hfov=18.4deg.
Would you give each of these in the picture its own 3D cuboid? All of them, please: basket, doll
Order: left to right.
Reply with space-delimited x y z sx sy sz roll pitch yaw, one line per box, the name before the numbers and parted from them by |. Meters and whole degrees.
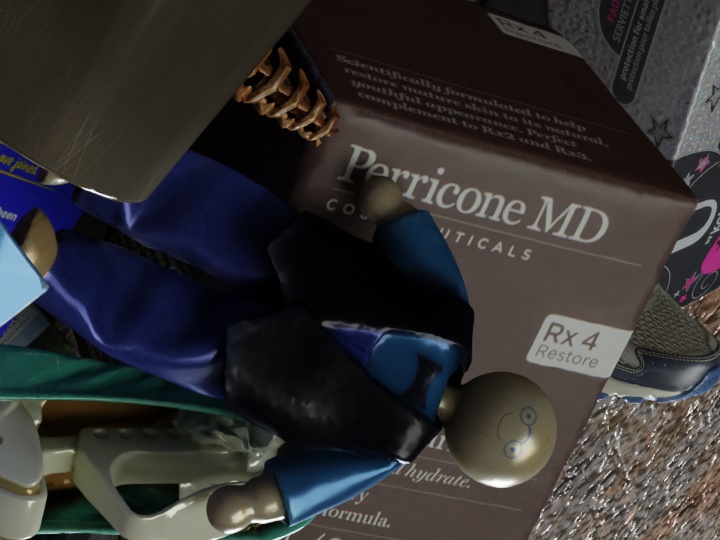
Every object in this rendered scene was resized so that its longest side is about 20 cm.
basket | -0.048 -0.132 0.627 0.201 0.136 0.180 -52 176 9
doll | -0.024 0.023 0.752 0.137 0.199 0.048 -69 -166 -16

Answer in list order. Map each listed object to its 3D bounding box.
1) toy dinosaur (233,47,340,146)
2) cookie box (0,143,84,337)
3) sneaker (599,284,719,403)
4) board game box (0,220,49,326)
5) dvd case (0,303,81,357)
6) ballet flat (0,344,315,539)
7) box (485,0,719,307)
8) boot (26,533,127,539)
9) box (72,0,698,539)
toy dinosaur | -0.068 -0.136 0.740 0.135 0.102 0.201 -38 126 -20
cookie box | -0.190 -0.019 0.771 0.201 0.075 0.171 -54 148 9
sneaker | 0.084 -0.015 1.008 0.077 0.199 0.086 -23 141 -49
board game box | -0.225 -0.015 0.628 0.200 0.056 0.196 -39 114 -10
dvd case | -0.170 0.091 0.969 0.143 0.018 0.200 -45 149 -9
ballet flat | -0.099 0.064 0.763 0.198 0.070 0.068 1 115 -20
box | 0.134 -0.091 1.059 0.114 0.132 0.201 -24 140 -40
boot | -0.143 0.168 0.945 0.201 0.069 0.132 -60 156 -31
box | 0.000 0.000 0.902 0.165 0.165 0.201 13 116 -25
